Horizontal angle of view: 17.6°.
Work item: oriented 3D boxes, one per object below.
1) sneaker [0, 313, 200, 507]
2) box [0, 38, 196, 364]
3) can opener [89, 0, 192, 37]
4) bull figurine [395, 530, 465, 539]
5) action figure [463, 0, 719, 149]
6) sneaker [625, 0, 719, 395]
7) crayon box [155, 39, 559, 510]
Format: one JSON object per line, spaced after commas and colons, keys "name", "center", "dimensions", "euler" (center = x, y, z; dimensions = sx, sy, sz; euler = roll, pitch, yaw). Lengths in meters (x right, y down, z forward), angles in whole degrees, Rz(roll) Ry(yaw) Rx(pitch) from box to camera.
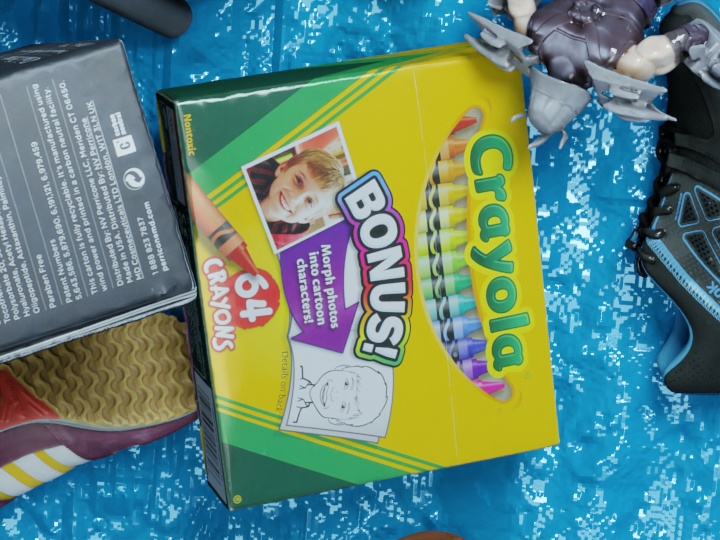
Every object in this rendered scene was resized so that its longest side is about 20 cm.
{"name": "sneaker", "center": [-0.168, 0.075, 1.172], "dimensions": [0.199, 0.090, 0.075], "euler": [-10, 64, -18]}
{"name": "box", "center": [-0.203, -0.021, 1.053], "dimensions": [0.196, 0.200, 0.125], "euler": [-20, 101, -17]}
{"name": "can opener", "center": [-0.129, -0.159, 1.066], "dimensions": [0.053, 0.200, 0.067], "euler": [-47, 63, 11]}
{"name": "bull figurine", "center": [-0.024, 0.200, 1.174], "dimensions": [0.199, 0.122, 0.065], "euler": [-27, 136, -1]}
{"name": "action figure", "center": [0.132, -0.138, 1.087], "dimensions": [0.130, 0.069, 0.201], "euler": [28, 77, 21]}
{"name": "sneaker", "center": [0.168, -0.032, 1.139], "dimensions": [0.081, 0.073, 0.201], "euler": [-13, 101, 5]}
{"name": "crayon box", "center": [0.000, 0.000, 1.133], "dimensions": [0.171, 0.058, 0.201], "euler": [-10, 102, -14]}
